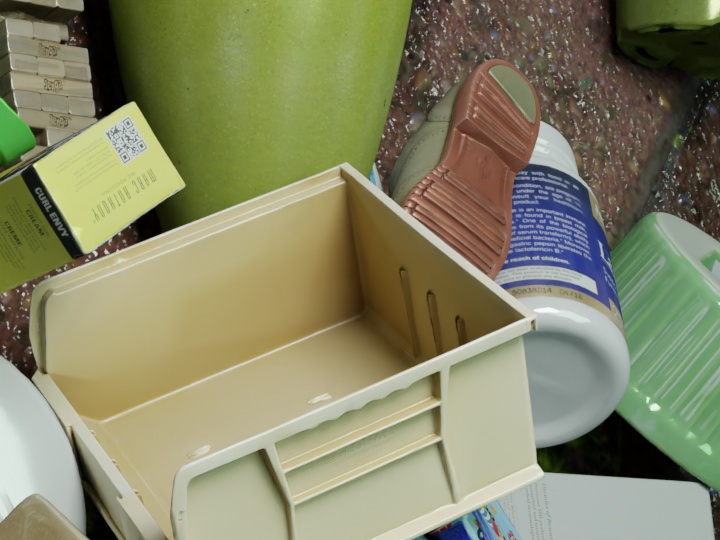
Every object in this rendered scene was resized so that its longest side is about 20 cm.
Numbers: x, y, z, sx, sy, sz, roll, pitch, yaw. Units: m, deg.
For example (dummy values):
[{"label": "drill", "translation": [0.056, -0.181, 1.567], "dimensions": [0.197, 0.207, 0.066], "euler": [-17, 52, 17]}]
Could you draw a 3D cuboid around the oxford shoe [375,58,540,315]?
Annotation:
[{"label": "oxford shoe", "translation": [0.046, -0.033, 1.202], "dimensions": [0.071, 0.074, 0.201], "euler": [42, 52, -18]}]

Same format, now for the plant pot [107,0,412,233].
[{"label": "plant pot", "translation": [-0.057, -0.100, 1.168], "dimensions": [0.186, 0.186, 0.202], "euler": [2, 87, -41]}]

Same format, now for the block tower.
[{"label": "block tower", "translation": [-0.186, -0.127, 1.128], "dimensions": [0.058, 0.054, 0.202], "euler": [5, 71, -41]}]

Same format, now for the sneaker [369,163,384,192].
[{"label": "sneaker", "translation": [0.000, 0.000, 1.251], "dimensions": [0.087, 0.075, 0.202], "euler": [10, 66, -61]}]

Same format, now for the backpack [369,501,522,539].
[{"label": "backpack", "translation": [0.023, 0.187, 1.020], "dimensions": [0.183, 0.134, 0.200], "euler": [60, 8, 6]}]

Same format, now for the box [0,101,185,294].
[{"label": "box", "translation": [-0.176, -0.019, 0.997], "dimensions": [0.075, 0.199, 0.050], "euler": [-39, 102, -41]}]

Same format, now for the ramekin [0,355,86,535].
[{"label": "ramekin", "translation": [-0.227, 0.121, 0.972], "dimensions": [0.200, 0.097, 0.202], "euler": [16, 65, -37]}]

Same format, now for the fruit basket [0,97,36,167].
[{"label": "fruit basket", "translation": [-0.246, -0.135, 1.027], "dimensions": [0.214, 0.155, 0.217], "euler": [2, 86, -29]}]

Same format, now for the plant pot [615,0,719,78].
[{"label": "plant pot", "translation": [0.258, -0.248, 1.501], "dimensions": [0.199, 0.199, 0.191], "euler": [17, 77, -37]}]

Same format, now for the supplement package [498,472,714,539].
[{"label": "supplement package", "translation": [0.110, 0.191, 1.231], "dimensions": [0.199, 0.121, 0.121], "euler": [7, 70, -40]}]

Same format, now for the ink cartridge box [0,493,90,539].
[{"label": "ink cartridge box", "translation": [-0.159, 0.223, 0.909], "dimensions": [0.200, 0.075, 0.165], "euler": [-47, 142, -12]}]

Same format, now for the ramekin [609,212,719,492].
[{"label": "ramekin", "translation": [0.227, 0.053, 1.332], "dimensions": [0.199, 0.098, 0.200], "euler": [35, 16, -11]}]

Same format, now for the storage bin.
[{"label": "storage bin", "translation": [-0.043, 0.055, 1.007], "dimensions": [0.197, 0.200, 0.094], "euler": [-22, 122, -19]}]

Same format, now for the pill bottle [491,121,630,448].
[{"label": "pill bottle", "translation": [0.097, 0.001, 1.261], "dimensions": [0.115, 0.116, 0.201], "euler": [34, 32, -28]}]
